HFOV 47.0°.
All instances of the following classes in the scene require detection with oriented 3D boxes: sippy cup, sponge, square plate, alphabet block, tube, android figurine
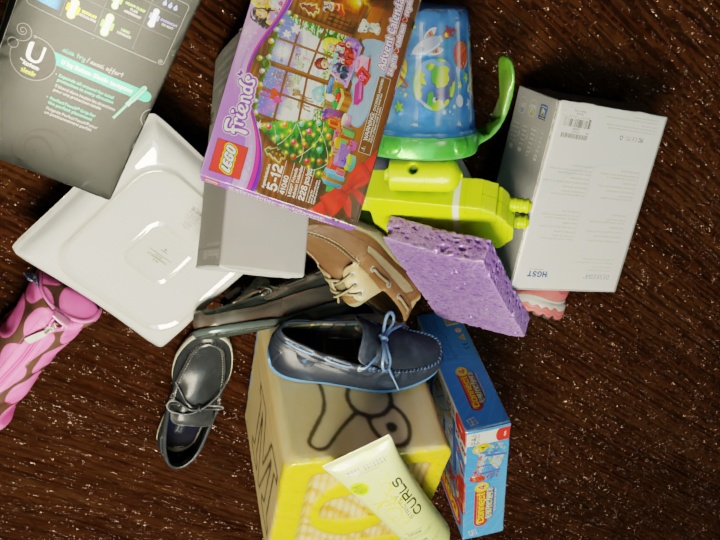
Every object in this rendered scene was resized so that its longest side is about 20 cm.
[{"bbox_3d":[0.050,-0.183,0.780,0.176,0.138,0.134,-18,117,-45],"label":"sippy cup"},{"bbox_3d":[0.105,0.011,0.869,0.030,0.109,0.200,-66,150,-17],"label":"sponge"},{"bbox_3d":[-0.201,-0.024,0.817,0.197,0.029,0.200,-39,130,12],"label":"square plate"},{"bbox_3d":[-0.026,0.191,0.975,0.190,0.203,0.199,-2,134,-15],"label":"alphabet block"},{"bbox_3d":[0.036,0.239,0.867,0.058,0.051,0.201,-53,134,-22],"label":"tube"},{"bbox_3d":[0.074,-0.062,0.838,0.194,0.042,0.182,4,163,12],"label":"android figurine"}]

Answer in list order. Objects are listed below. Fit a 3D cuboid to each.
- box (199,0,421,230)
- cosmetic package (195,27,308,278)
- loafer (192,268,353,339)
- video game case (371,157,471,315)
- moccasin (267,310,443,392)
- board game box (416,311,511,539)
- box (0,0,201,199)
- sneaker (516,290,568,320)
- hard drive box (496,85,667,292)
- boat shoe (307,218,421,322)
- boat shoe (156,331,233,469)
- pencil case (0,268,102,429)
[{"bbox_3d":[-0.040,-0.151,0.682,0.134,0.039,0.205,16,86,-8],"label":"box"},{"bbox_3d":[-0.093,-0.097,0.750,0.088,0.106,0.206,9,84,-23],"label":"cosmetic package"},{"bbox_3d":[-0.098,0.031,0.910,0.196,0.065,0.071,-8,175,-37],"label":"loafer"},{"bbox_3d":[0.049,-0.059,0.940,0.180,0.023,0.201,-32,129,6],"label":"video game case"},{"bbox_3d":[-0.001,0.089,0.889,0.194,0.082,0.069,-2,142,-14],"label":"moccasin"},{"bbox_3d":[0.124,0.189,1.036,0.054,0.202,0.200,-10,128,-8],"label":"board game box"},{"bbox_3d":[-0.220,-0.194,0.667,0.122,0.150,0.202,19,118,-28],"label":"box"},{"bbox_3d":[0.188,-0.003,1.004,0.197,0.073,0.089,12,106,-40],"label":"sneaker"},{"bbox_3d":[0.228,-0.085,0.905,0.152,0.077,0.205,3,110,-27],"label":"hard drive box"},{"bbox_3d":[0.000,0.000,0.880,0.075,0.076,0.198,-3,157,46],"label":"boat shoe"},{"bbox_3d":[-0.199,0.157,0.995,0.073,0.063,0.203,12,120,-23],"label":"boat shoe"},{"bbox_3d":[-0.359,0.087,0.869,0.090,0.095,0.200,30,113,-33],"label":"pencil case"}]
